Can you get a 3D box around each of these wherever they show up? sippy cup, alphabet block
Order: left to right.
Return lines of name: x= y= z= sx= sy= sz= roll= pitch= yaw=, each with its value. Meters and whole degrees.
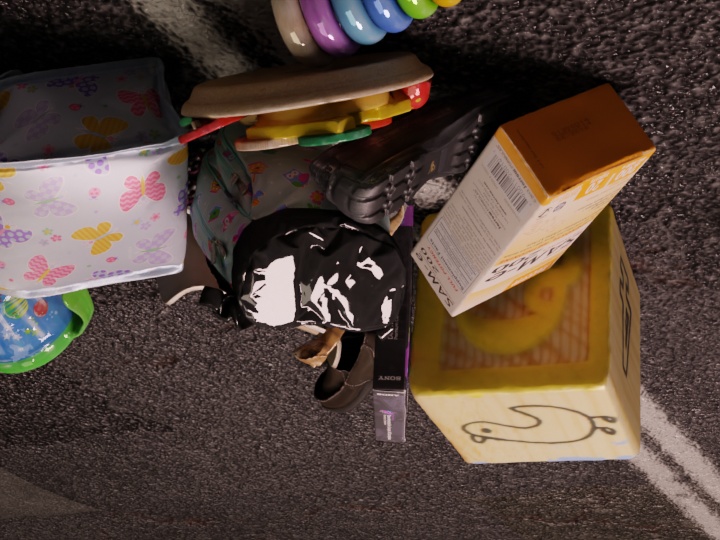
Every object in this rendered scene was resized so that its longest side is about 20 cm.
sippy cup: x=-0.381 y=0.018 z=1.362 sx=0.176 sy=0.140 sz=0.131 roll=-22 pitch=140 yaw=1
alphabet block: x=0.169 y=0.065 z=1.256 sx=0.193 sy=0.198 sz=0.200 roll=-6 pitch=152 yaw=19

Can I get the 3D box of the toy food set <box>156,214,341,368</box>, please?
toy food set: x=-0.116 y=0.016 z=1.261 sx=0.199 sy=0.144 sz=0.061 roll=22 pitch=118 yaw=-31

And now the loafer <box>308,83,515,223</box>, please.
loafer: x=0.045 y=-0.105 z=0.999 sx=0.070 sy=0.200 sz=0.068 roll=39 pitch=140 yaw=25

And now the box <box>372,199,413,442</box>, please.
box: x=0.033 y=0.049 z=1.241 sx=0.036 sy=0.202 sz=0.143 roll=1 pitch=154 yaw=3

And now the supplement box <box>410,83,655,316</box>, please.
supplement box: x=0.140 y=-0.055 z=1.069 sx=0.125 sy=0.074 sz=0.200 roll=-24 pitch=162 yaw=-30

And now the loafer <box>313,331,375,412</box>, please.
loafer: x=-0.009 y=0.109 z=1.539 sx=0.071 sy=0.074 sz=0.200 roll=26 pitch=144 yaw=-18

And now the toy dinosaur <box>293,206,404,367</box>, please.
toy dinosaur: x=0.000 y=0.000 z=1.180 sx=0.060 sy=0.107 sz=0.201 roll=13 pitch=119 yaw=-29

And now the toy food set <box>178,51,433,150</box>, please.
toy food set: x=-0.043 y=-0.127 z=0.959 sx=0.198 sy=0.049 sz=0.197 roll=1 pitch=-164 yaw=35

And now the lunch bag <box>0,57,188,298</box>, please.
lunch bag: x=-0.250 y=-0.075 z=1.055 sx=0.198 sy=0.128 sz=0.170 roll=-13 pitch=142 yaw=-18

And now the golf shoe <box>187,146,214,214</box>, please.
golf shoe: x=-0.085 y=-0.061 z=1.188 sx=0.198 sy=0.073 sz=0.092 roll=6 pitch=156 yaw=-2

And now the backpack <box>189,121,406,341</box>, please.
backpack: x=-0.059 y=-0.039 z=1.041 sx=0.166 sy=0.200 sz=0.127 roll=12 pitch=113 yaw=-32

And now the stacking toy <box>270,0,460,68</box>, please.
stacking toy: x=0.041 y=-0.202 z=0.872 sx=0.198 sy=0.086 sz=0.085 roll=-12 pitch=150 yaw=23
